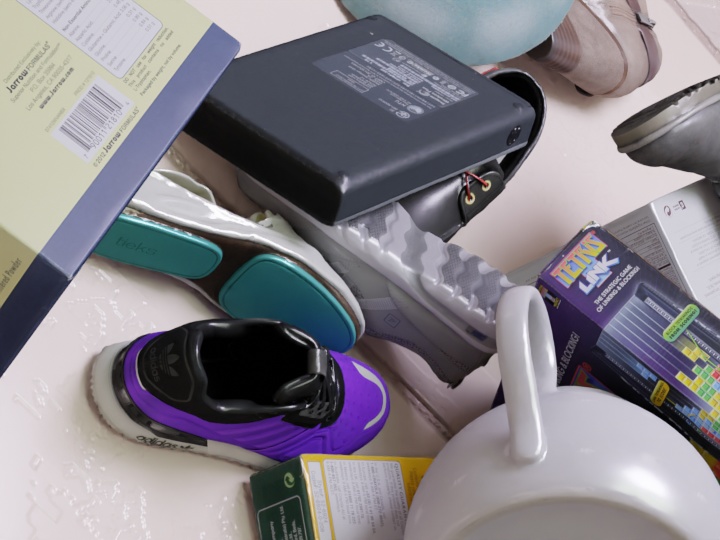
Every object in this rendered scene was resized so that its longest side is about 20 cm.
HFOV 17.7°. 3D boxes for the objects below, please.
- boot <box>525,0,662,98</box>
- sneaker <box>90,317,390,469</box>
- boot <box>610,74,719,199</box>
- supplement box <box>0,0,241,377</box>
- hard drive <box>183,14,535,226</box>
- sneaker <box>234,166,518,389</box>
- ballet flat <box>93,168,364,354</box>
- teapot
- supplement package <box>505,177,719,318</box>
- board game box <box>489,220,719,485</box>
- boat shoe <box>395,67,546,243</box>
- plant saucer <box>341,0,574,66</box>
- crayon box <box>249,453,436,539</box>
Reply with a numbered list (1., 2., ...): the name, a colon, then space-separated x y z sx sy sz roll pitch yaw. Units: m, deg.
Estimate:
1. boot: 0.144 -0.215 1.660 0.146 0.070 0.201 -3 72 -52
2. sneaker: -0.043 0.066 1.292 0.199 0.099 0.070 7 66 -42
3. boot: 0.252 -0.025 1.450 0.181 0.072 0.201 -22 91 -46
4. supplement box: -0.204 -0.081 1.152 0.199 0.134 0.200 37 46 -5
5. hard drive: -0.004 -0.096 1.412 0.139 0.033 0.200 34 34 26
6. sneaker: 0.000 0.000 1.392 0.200 0.082 0.075 38 32 3
7. ballet flat: -0.077 -0.016 1.334 0.199 0.069 0.070 26 53 -30
8. teapot: 0.114 0.133 1.287 0.197 0.200 0.146 26 35 -14
9. supplement package: 0.232 0.047 1.541 0.191 0.147 0.201 -22 86 -47
10. board game box: 0.165 0.082 1.361 0.165 0.200 0.057 38 65 14
11. boat shoe: 0.056 -0.067 1.492 0.074 0.063 0.201 53 44 -13
12. plant saucer: 0.065 -0.237 1.545 0.200 0.039 0.202 6 72 -18
13. crayon box: 0.033 0.176 1.347 0.199 0.051 0.127 6 67 -42
